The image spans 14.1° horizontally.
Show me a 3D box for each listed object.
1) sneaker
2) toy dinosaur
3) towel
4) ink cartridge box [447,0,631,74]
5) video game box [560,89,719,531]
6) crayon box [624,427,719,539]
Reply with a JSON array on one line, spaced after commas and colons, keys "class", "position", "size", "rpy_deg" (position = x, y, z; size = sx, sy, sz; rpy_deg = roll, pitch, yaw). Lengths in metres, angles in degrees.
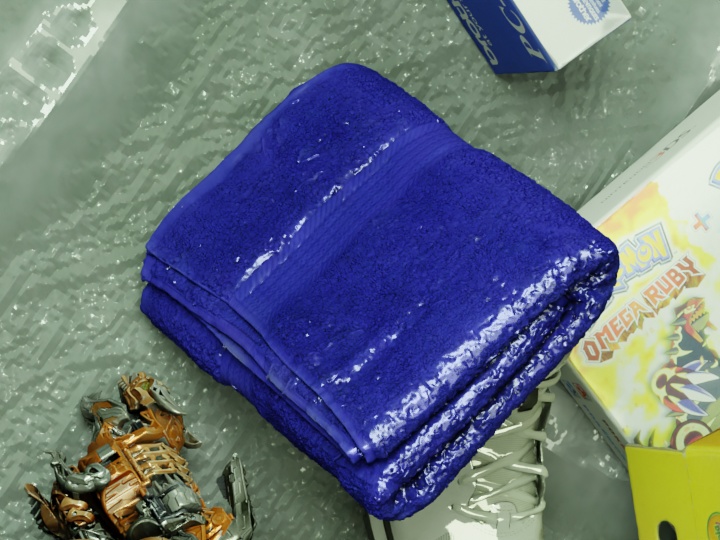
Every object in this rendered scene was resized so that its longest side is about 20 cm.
[{"class": "sneaker", "position": [0.053, 0.063, 1.223], "size": [0.075, 0.115, 0.201], "rpy_deg": [-5, 78, -27]}, {"class": "toy dinosaur", "position": [-0.107, 0.130, 1.192], "size": [0.135, 0.200, 0.102], "rpy_deg": [-14, 120, 6]}, {"class": "towel", "position": [0.000, 0.000, 1.192], "size": [0.148, 0.200, 0.050], "rpy_deg": [-48, 133, -3]}, {"class": "ink cartridge box", "position": [0.032, -0.178, 1.242], "size": [0.044, 0.094, 0.200], "rpy_deg": [-36, 101, -10]}, {"class": "video game box", "position": [0.189, 0.015, 1.315], "size": [0.200, 0.047, 0.182], "rpy_deg": [-40, 100, -9]}, {"class": "crayon box", "position": [0.213, 0.129, 1.236], "size": [0.051, 0.200, 0.127], "rpy_deg": [-23, 109, -48]}]
